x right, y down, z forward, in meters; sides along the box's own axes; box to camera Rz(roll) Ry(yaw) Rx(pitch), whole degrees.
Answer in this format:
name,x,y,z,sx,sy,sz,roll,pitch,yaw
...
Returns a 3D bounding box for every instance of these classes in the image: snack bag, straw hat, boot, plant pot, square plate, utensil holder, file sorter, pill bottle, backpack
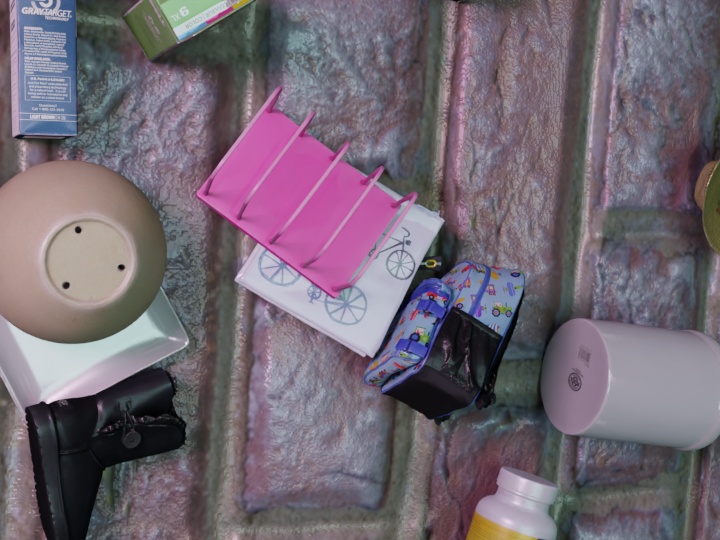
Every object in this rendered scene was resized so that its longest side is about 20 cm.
name,x,y,z,sx,sy,sz,roll,pitch,yaw
snack bag,-0.022,-0.026,1.125,0.189,0.021,0.200,30,79,-8
straw hat,0.537,-0.113,1.382,0.201,0.085,0.201,-10,112,-26
boot,-0.276,0.217,1.060,0.168,0.076,0.200,-12,111,-30
plant pot,-0.288,-0.014,0.972,0.200,0.134,0.200,-3,97,-24
square plate,-0.321,0.043,1.051,0.200,0.028,0.198,-29,105,-19
utensil holder,0.372,0.155,1.292,0.200,0.170,0.170,8,92,-22
file sorter,-0.057,-0.087,1.047,0.200,0.125,0.139,37,77,-7
pill bottle,0.197,0.372,1.265,0.112,0.112,0.200,19,88,-24
backpack,0.112,0.070,1.167,0.135,0.183,0.200,30,68,-6

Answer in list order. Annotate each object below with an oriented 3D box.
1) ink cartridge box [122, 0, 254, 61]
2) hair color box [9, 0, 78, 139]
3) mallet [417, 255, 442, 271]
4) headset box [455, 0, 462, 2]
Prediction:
name,x,y,z,sx,sy,sz,roll,pitch,yaw
ink cartridge box,-0.173,-0.280,0.989,0.104,0.200,0.059,-35,107,-18
hair color box,-0.329,-0.238,0.980,0.060,0.100,0.200,-2,96,-24
mallet,0.000,0.000,1.155,0.200,0.041,0.066,8,90,-8
headset box,0.080,-0.449,1.143,0.174,0.093,0.200,7,92,-25
